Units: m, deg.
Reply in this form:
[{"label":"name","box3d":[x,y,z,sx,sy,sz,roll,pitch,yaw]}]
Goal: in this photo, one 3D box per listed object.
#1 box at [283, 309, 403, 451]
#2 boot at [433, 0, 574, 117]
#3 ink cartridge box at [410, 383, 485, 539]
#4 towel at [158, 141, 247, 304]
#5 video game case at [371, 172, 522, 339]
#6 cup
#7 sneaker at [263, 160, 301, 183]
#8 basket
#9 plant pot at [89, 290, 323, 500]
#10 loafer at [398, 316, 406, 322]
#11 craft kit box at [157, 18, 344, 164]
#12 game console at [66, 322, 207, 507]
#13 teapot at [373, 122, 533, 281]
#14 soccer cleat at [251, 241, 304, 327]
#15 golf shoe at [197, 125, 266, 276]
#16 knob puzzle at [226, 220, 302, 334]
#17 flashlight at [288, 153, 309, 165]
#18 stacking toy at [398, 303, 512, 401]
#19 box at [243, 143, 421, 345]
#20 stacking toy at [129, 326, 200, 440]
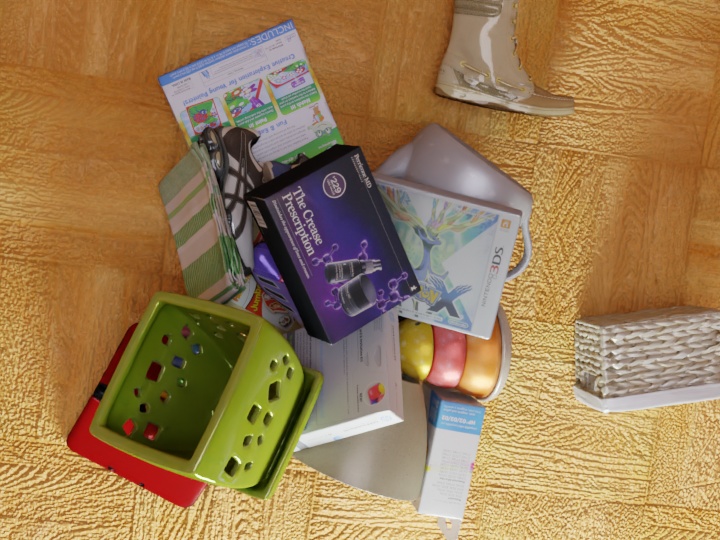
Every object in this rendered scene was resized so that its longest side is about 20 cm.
[{"label":"box","box3d":[-0.043,0.140,1.472,0.199,0.157,0.041,-21,143,26]},{"label":"boot","box3d":[0.210,-0.296,1.579,0.199,0.073,0.157,10,97,-4]},{"label":"ink cartridge box","box3d":[0.110,0.270,1.603,0.067,0.115,0.201,10,94,-10]},{"label":"towel","box3d":[-0.208,-0.046,1.479,0.023,0.152,0.201,-9,75,-34]},{"label":"video game case","box3d":[0.090,-0.017,1.476,0.199,0.022,0.183,15,117,8]},{"label":"cup","box3d":[0.009,0.199,1.540,0.199,0.200,0.144,21,91,-10]},{"label":"sneaker","box3d":[-0.047,-0.053,1.473,0.114,0.081,0.201,-15,100,-11]},{"label":"basket","box3d":[0.409,0.121,1.624,0.199,0.136,0.124,-6,93,-7]},{"label":"plant pot","box3d":[-0.174,0.161,1.401,0.181,0.199,0.200,40,69,-48]},{"label":"loafer","box3d":[0.000,0.000,1.558,0.200,0.072,0.073,36,61,-24]},{"label":"craft kit box","box3d":[-0.143,-0.207,1.553,0.199,0.049,0.199,-24,96,-5]},{"label":"game console","box3d":[-0.274,0.200,1.590,0.199,0.119,0.173,30,60,-11]},{"label":"teapot","box3d":[0.125,-0.089,1.539,0.200,0.197,0.146,41,101,30]},{"label":"soccer cleat","box3d":[-0.072,0.039,1.546,0.068,0.073,0.200,-43,112,-9]},{"label":"golf shoe","box3d":[-0.150,-0.093,1.496,0.094,0.078,0.201,-11,88,-17]},{"label":"knob puzzle","box3d":[-0.135,-0.007,1.571,0.218,0.030,0.221,-4,101,-20]},{"label":"flashlight","box3d":[-0.015,-0.084,1.554,0.200,0.068,0.068,36,116,-21]},{"label":"stacking toy","box3d":[0.093,0.104,1.554,0.199,0.146,0.147,1,96,-18]},{"label":"box","box3d":[-0.032,-0.033,1.407,0.141,0.079,0.201,-32,109,-20]},{"label":"stacking toy","box3d":[-0.240,0.155,1.517,0.085,0.085,0.201,33,67,-10]}]
